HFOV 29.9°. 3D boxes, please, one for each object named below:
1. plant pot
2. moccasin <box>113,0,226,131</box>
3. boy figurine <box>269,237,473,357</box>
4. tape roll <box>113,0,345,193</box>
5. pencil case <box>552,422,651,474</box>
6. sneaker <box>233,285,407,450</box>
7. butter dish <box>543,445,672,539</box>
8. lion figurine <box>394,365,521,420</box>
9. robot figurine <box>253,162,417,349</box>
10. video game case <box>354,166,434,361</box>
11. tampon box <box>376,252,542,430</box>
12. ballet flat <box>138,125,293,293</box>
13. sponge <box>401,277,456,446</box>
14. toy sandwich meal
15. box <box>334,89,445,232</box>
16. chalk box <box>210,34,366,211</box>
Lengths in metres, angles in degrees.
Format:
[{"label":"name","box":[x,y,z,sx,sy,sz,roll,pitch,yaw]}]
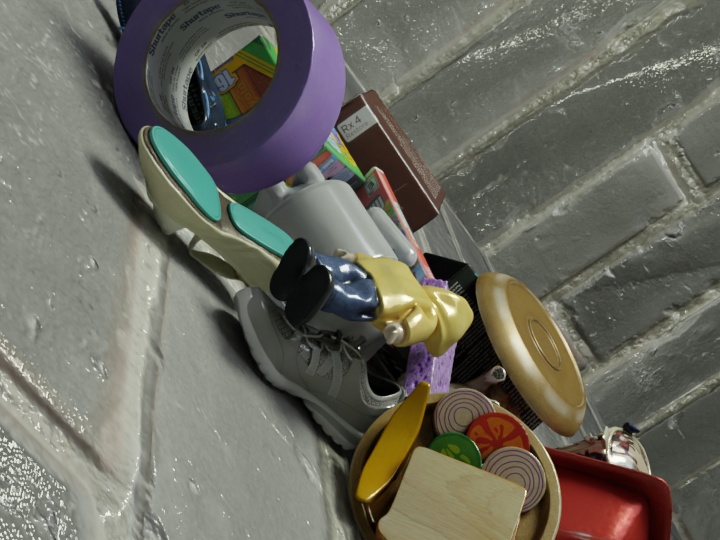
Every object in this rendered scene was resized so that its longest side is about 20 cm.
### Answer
[{"label":"plant pot","box":[0.191,0.085,1.462,0.200,0.027,0.201,47,24,-29]},{"label":"moccasin","box":[-0.189,-0.220,1.370,0.201,0.080,0.068,57,-2,12]},{"label":"boy figurine","box":[0.016,0.025,1.169,0.199,0.065,0.124,18,25,-44]},{"label":"tape roll","box":[-0.119,-0.177,1.232,0.201,0.199,0.085,60,11,21]},{"label":"pencil case","box":[0.217,0.226,1.462,0.090,0.199,0.078,57,41,-9]},{"label":"sneaker","box":[-0.036,0.070,1.175,0.200,0.082,0.075,47,13,-38]},{"label":"butter dish","box":[0.202,0.296,1.368,0.148,0.199,0.201,-52,146,-46]},{"label":"lion figurine","box":[0.080,0.140,1.406,0.123,0.198,0.073,126,-28,-67]},{"label":"robot figurine","box":[-0.027,-0.006,1.300,0.201,0.169,0.113,57,-25,18]},{"label":"video game case","box":[0.000,0.000,1.408,0.017,0.143,0.201,29,25,-36]},{"label":"tampon box","box":[0.109,0.101,1.542,0.200,0.126,0.150,53,-11,-15]},{"label":"ballet flat","box":[-0.132,-0.042,1.136,0.200,0.069,0.070,42,16,-36]},{"label":"sponge","box":[0.061,0.119,1.274,0.112,0.030,0.201,75,23,-59]},{"label":"toy sandwich meal","box":[0.080,0.182,1.130,0.206,0.204,0.070,61,-22,26]},{"label":"box","box":[-0.012,-0.101,1.602,0.165,0.165,0.200,56,10,-5]},{"label":"chalk box","box":[-0.086,-0.120,1.426,0.201,0.124,0.124,59,10,24]}]
